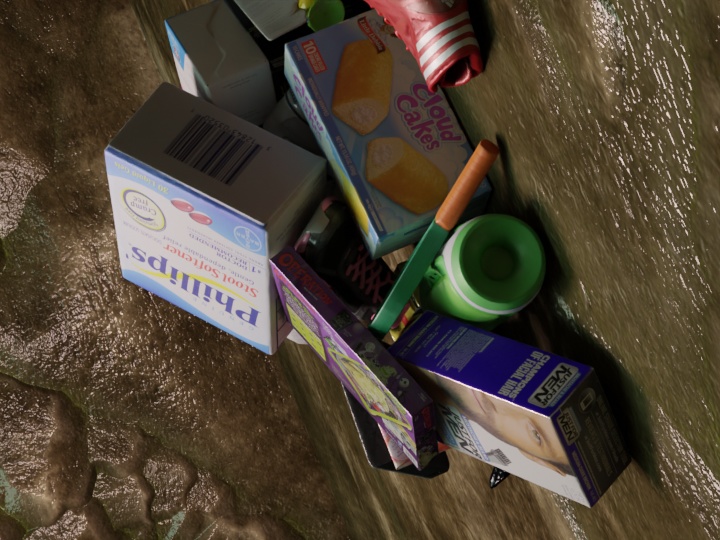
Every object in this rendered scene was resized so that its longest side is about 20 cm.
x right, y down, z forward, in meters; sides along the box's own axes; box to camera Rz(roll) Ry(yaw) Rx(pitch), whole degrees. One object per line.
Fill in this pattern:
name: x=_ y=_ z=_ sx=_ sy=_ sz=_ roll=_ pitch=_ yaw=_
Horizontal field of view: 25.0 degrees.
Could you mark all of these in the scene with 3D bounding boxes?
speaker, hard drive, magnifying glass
speaker: x=0.102 y=0.007 z=1.408 sx=0.200 sy=0.088 sz=0.089 roll=126 pitch=121 yaw=-78
hard drive: x=0.032 y=0.138 z=1.665 sx=0.141 sy=0.033 sz=0.200 roll=71 pitch=-167 yaw=16
magnifying glass: x=0.059 y=-0.024 z=1.381 sx=0.022 sy=0.201 sz=0.080 roll=32 pitch=-155 yaw=-1

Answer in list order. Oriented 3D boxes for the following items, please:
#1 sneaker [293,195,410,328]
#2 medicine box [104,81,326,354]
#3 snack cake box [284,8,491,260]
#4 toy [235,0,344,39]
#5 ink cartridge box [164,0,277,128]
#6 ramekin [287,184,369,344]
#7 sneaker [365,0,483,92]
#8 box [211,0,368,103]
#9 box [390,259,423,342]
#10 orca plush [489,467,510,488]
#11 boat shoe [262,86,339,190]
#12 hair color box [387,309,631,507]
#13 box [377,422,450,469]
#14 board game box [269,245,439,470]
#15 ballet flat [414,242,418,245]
sneaker: x=0.000 y=0.000 z=1.513 sx=0.095 sy=0.079 sz=0.200 roll=30 pitch=169 yaw=22
medicine box: x=-0.133 y=-0.047 z=1.533 sx=0.181 sy=0.103 sz=0.201 roll=26 pitch=146 yaw=17
snack cake box: x=0.022 y=-0.126 z=1.454 sx=0.067 sy=0.114 sz=0.201 roll=101 pitch=145 yaw=-72
toy: x=-0.065 y=-0.274 z=1.564 sx=0.047 sy=0.115 sz=0.200 roll=63 pitch=174 yaw=-35
ink cartridge box: x=-0.124 y=-0.150 z=1.598 sx=0.201 sy=0.067 sz=0.115 roll=81 pitch=162 yaw=-48
ramekin: x=-0.046 y=-0.014 z=1.714 sx=0.202 sy=0.093 sz=0.204 roll=-12 pitch=-90 yaw=-81
sneaker: x=0.036 y=-0.202 z=1.326 sx=0.200 sy=0.078 sz=0.116 roll=-137 pitch=27 yaw=-70
box: x=-0.053 y=-0.204 z=1.652 sx=0.200 sy=0.123 sz=0.149 roll=-124 pitch=16 yaw=-51
box: x=0.067 y=0.022 z=1.660 sx=0.050 sy=0.075 sz=0.200 roll=65 pitch=169 yaw=8
orca plush: x=0.096 y=0.151 z=1.786 sx=0.105 sy=0.071 sz=0.201 roll=94 pitch=152 yaw=-68
boat shoe: x=-0.009 y=-0.105 z=1.565 sx=0.199 sy=0.066 sz=0.072 roll=32 pitch=-154 yaw=-37
hair color box: x=0.122 y=0.113 z=1.365 sx=0.199 sy=0.065 sz=0.110 roll=17 pitch=143 yaw=47
box: x=0.075 y=0.117 z=1.584 sx=0.103 sy=0.094 sz=0.200 roll=67 pitch=-168 yaw=3
board game box: x=-0.005 y=0.078 z=1.439 sx=0.200 sy=0.032 sz=0.120 roll=47 pitch=169 yaw=25
ballet flat: x=0.029 y=-0.086 z=1.699 sx=0.068 sy=0.046 sz=0.201 roll=79 pitch=165 yaw=-50
